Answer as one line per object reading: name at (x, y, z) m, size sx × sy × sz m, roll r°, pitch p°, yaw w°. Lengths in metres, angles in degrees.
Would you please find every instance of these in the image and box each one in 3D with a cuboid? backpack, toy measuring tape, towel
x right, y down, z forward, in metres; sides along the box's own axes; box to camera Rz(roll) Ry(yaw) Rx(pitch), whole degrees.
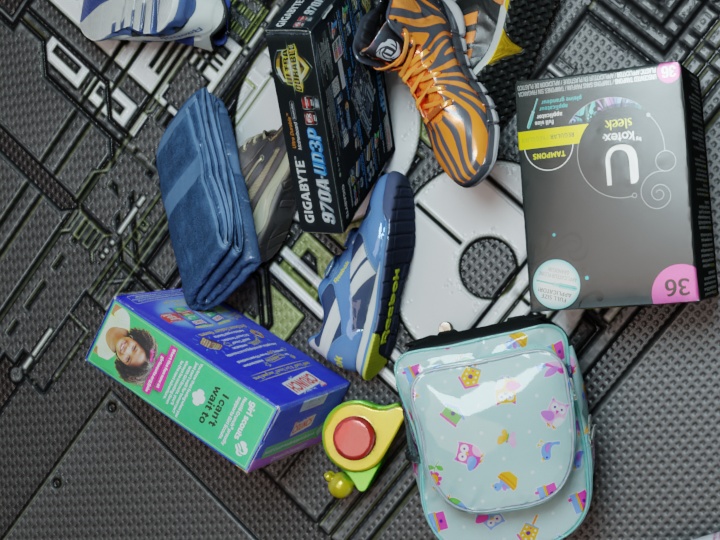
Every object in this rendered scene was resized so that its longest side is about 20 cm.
backpack at (0.125, 0.155, 1.290) m, size 0.174 × 0.153 × 0.203 m, roll -11°, pitch 96°, yaw 4°
toy measuring tape at (0.016, 0.126, 1.383) m, size 0.073 × 0.074 × 0.201 m, roll 29°, pitch 92°, yaw 18°
towel at (-0.157, -0.069, 1.407) m, size 0.112 × 0.048 × 0.202 m, roll -45°, pitch 50°, yaw 40°

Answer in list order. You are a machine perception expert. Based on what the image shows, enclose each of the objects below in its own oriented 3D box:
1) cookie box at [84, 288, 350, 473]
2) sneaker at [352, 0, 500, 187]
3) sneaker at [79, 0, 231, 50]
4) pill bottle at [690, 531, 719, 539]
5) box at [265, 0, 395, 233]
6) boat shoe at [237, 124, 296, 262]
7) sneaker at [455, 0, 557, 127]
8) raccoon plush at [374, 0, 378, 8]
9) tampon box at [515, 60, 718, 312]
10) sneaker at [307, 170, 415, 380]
cookie box at (-0.134, 0.099, 1.384) m, size 0.199 × 0.171 × 0.076 m, roll 31°, pitch 104°, yaw 18°
sneaker at (0.050, -0.167, 1.272) m, size 0.077 × 0.111 × 0.202 m, roll -38°, pitch 56°, yaw 36°
sneaker at (-0.197, -0.259, 1.454) m, size 0.198 × 0.114 × 0.082 m, roll 16°, pitch 95°, yaw 50°
pill bottle at (0.334, 0.278, 1.231) m, size 0.198 × 0.113 × 0.115 m, roll -21°, pitch 83°, yaw 20°
box at (-0.023, -0.159, 1.299) m, size 0.045 × 0.159 × 0.202 m, roll 3°, pitch 125°, yaw 20°
boat shoe at (-0.089, -0.105, 1.414) m, size 0.073 × 0.074 × 0.202 m, roll 30°, pitch 100°, yaw 18°
sneaker at (0.114, -0.212, 1.347) m, size 0.090 × 0.069 × 0.202 m, roll 45°, pitch 118°, yaw 46°
raccoon plush at (-0.001, -0.331, 1.392) m, size 0.133 × 0.097 × 0.201 m, roll 20°, pitch 68°, yaw 33°
tampon box at (0.227, -0.069, 1.261) m, size 0.148 × 0.126 × 0.203 m, roll -5°, pitch 89°, yaw 22°
sneaker at (0.000, 0.000, 1.382) m, size 0.081 × 0.074 × 0.202 m, roll 15°, pitch 94°, yaw 25°
